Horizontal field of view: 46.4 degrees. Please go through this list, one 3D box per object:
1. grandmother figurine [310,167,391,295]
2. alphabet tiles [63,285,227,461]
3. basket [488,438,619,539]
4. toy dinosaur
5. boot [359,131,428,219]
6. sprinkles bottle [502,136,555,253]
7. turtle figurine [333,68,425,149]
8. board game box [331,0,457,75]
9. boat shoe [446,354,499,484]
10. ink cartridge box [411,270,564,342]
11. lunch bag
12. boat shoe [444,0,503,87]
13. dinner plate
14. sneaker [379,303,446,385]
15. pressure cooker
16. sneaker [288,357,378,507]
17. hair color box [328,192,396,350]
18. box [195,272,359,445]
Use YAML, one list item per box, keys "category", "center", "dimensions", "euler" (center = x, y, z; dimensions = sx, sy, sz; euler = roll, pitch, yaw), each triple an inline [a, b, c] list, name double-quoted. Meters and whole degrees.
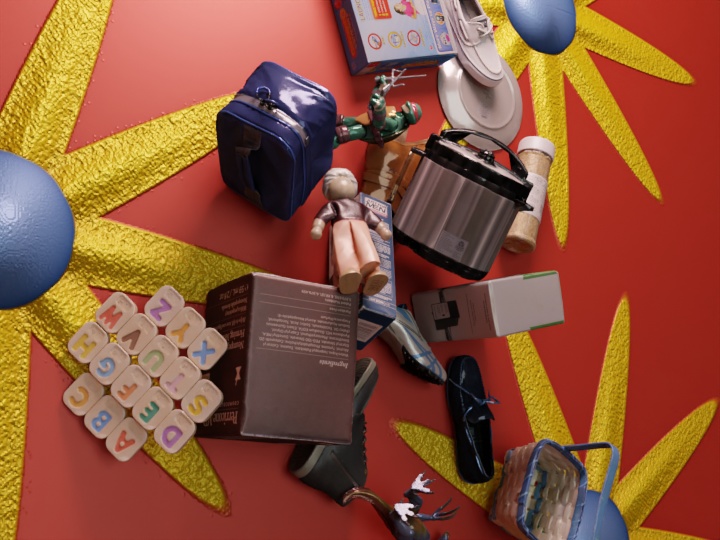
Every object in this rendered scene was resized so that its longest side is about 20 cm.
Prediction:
- category: "grandmother figurine"
  center: [-0.012, -0.061, 1.154]
  dimensions: [0.119, 0.061, 0.203]
  euler: [11, 46, -32]
- category: "alphabet tiles"
  center: [-0.270, 0.126, 1.053]
  dimensions: [0.200, 0.015, 0.196]
  euler: [42, 81, 8]
- category: "basket"
  center: [0.309, 0.353, 1.320]
  dimensions: [0.138, 0.199, 0.179]
  euler: [33, 66, -21]
- category: "toy dinosaur"
  center: [0.080, 0.376, 1.241]
  dimensions: [0.196, 0.184, 0.106]
  euler: [15, 47, 14]
- category: "boot"
  center: [0.089, -0.146, 1.363]
  dimensions: [0.197, 0.073, 0.158]
  euler: [22, 71, -18]
- category: "sprinkles bottle"
  center: [0.296, -0.135, 1.488]
  dimensions: [0.067, 0.068, 0.204]
  euler: [25, 68, -25]
- category: "turtle figurine"
  center: [0.019, -0.234, 1.264]
  dimensions: [0.196, 0.150, 0.103]
  euler: [-18, 106, 1]
- category: "board game box"
  center: [0.050, -0.438, 1.399]
  dimensions: [0.193, 0.056, 0.205]
  euler: [-14, 87, -33]
- category: "boat shoe"
  center: [0.191, 0.236, 1.349]
  dimensions: [0.083, 0.068, 0.205]
  euler: [-7, 84, -33]
- category: "ink cartridge box"
  center: [0.195, 0.058, 1.310]
  dimensions: [0.144, 0.199, 0.085]
  euler: [-8, 88, -32]
- category: "lunch bag"
  center: [-0.119, -0.173, 1.151]
  dimensions: [0.134, 0.201, 0.133]
  euler: [27, 61, 12]
- category: "boat shoe"
  center: [0.197, -0.418, 1.464]
  dimensions: [0.073, 0.065, 0.202]
  euler: [-28, 85, -33]
- category: "dinner plate"
  center: [0.222, -0.316, 1.505]
  dimensions: [0.196, 0.024, 0.205]
  euler: [6, 78, -30]
- category: "sneaker"
  center: [0.071, 0.101, 1.299]
  dimensions: [0.200, 0.071, 0.073]
  euler: [47, 67, -17]
- category: "pressure cooker"
  center: [0.157, -0.107, 1.269]
  dimensions: [0.174, 0.178, 0.203]
  euler: [14, 106, -43]
- category: "sneaker"
  center: [-0.014, 0.233, 1.226]
  dimensions: [0.106, 0.074, 0.202]
  euler: [41, 71, -23]
- category: "hair color box"
  center: [0.000, 0.000, 1.221]
  dimensions: [0.060, 0.100, 0.203]
  euler: [19, 50, -26]
- category: "box"
  center: [-0.112, 0.125, 1.123]
  dimensions: [0.161, 0.165, 0.205]
  euler: [11, 74, -30]
